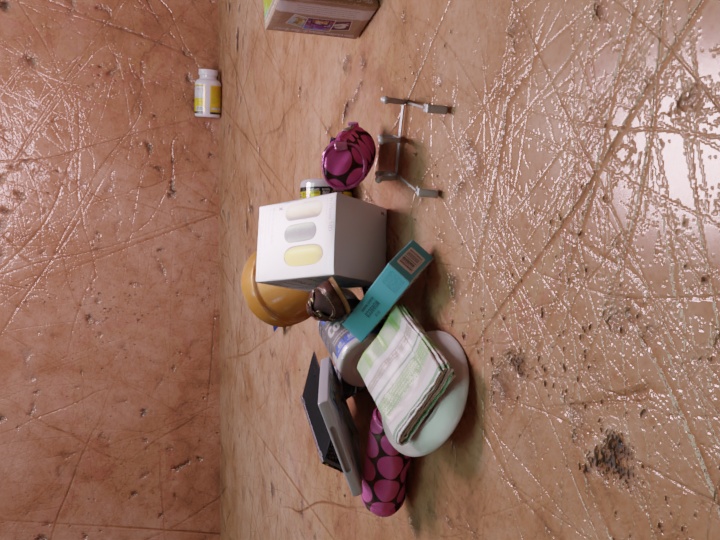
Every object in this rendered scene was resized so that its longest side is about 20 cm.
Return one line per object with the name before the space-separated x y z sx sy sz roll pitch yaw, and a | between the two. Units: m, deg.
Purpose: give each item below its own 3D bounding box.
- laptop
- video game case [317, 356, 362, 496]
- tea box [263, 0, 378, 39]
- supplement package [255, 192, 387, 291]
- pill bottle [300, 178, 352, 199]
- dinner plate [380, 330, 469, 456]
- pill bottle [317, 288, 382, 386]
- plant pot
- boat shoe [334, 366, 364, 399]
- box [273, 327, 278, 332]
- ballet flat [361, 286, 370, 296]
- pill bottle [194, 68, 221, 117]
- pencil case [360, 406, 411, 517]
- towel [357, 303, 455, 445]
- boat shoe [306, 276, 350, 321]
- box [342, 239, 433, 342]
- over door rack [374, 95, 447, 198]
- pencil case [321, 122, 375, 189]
laptop | -0.047 0.305 1.468 0.116 0.200 0.187 -43 39 14
video game case | -0.035 0.271 1.255 0.200 0.022 0.183 -98 -10 -76
tea box | -0.085 -0.585 1.392 0.134 0.200 0.197 152 114 -67
supplement package | -0.073 -0.048 1.327 0.200 0.151 0.152 -5 79 39
pill bottle | -0.073 -0.093 1.505 0.112 0.112 0.200 -174 83 -69
dinner plate | 0.090 0.188 1.098 0.200 0.024 0.200 -35 43 41
pill bottle | -0.017 0.123 1.362 0.200 0.114 0.114 -125 40 -56
plant pot | -0.145 0.017 1.622 0.183 0.200 0.201 -21 70 52
boat shoe | -0.020 0.228 1.442 0.200 0.068 0.072 81 -175 -73
box | -0.239 0.072 2.067 0.121 0.032 0.200 132 134 -62
ballet flat | 0.000 0.000 1.388 0.067 0.057 0.200 115 144 -44
pill bottle | -0.662 -0.767 3.050 0.112 0.112 0.200 -149 61 -66
pencil case | 0.055 0.326 1.224 0.091 0.094 0.200 20 118 20
towel | 0.061 0.157 1.111 0.149 0.031 0.200 -57 33 15
boat shoe | -0.061 0.061 1.248 0.070 0.070 0.200 62 172 8
box | 0.044 0.038 1.199 0.049 0.082 0.200 42 138 5
over door rack | 0.070 -0.214 1.182 0.200 0.067 0.148 -139 51 -64
pencil case | -0.021 -0.210 1.277 0.200 0.091 0.094 -79 -7 -70
